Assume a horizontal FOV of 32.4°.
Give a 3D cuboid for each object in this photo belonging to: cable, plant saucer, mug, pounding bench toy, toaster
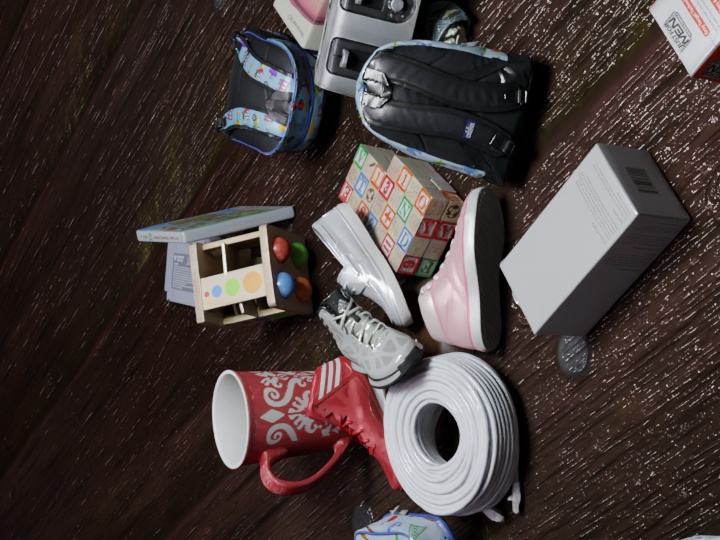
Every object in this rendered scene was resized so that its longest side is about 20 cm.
[{"bbox_3d":[0.108,0.203,1.530,0.199,0.069,0.202,4,95,47],"label":"cable"},{"bbox_3d":[0.076,0.101,1.652,0.200,0.036,0.202,-7,82,57],"label":"plant saucer"},{"bbox_3d":[-0.090,0.222,1.737,0.133,0.199,0.179,-23,72,60],"label":"mug"},{"bbox_3d":[-0.143,0.016,1.925,0.155,0.200,0.125,-13,77,23],"label":"pounding bench toy"},{"bbox_3d":[0.014,-0.331,1.646,0.200,0.118,0.182,-95,18,-71],"label":"toaster"}]

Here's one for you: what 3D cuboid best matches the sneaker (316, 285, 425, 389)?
[{"bbox_3d":[-0.001,0.081,1.573,0.076,0.115,0.200,-47,17,-13],"label":"sneaker"}]

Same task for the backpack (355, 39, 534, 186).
[{"bbox_3d":[0.091,-0.205,1.513,0.154,0.198,0.165,-124,43,-73],"label":"backpack"}]

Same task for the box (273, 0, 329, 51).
[{"bbox_3d":[-0.027,-0.428,1.786,0.128,0.108,0.201,58,132,41],"label":"box"}]

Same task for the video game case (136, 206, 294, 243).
[{"bbox_3d":[-0.234,-0.076,1.992,0.182,0.199,0.022,4,107,56],"label":"video game case"}]

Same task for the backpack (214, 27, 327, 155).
[{"bbox_3d":[-0.118,-0.264,1.887,0.200,0.134,0.184,31,112,54],"label":"backpack"}]

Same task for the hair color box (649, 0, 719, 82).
[{"bbox_3d":[0.380,-0.289,1.201,0.200,0.061,0.102,-52,47,39],"label":"hair color box"}]

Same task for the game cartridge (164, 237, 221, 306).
[{"bbox_3d":[-0.294,-0.003,2.222,0.199,0.040,0.135,9,98,56],"label":"game cartridge"}]

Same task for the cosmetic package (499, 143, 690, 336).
[{"bbox_3d":[0.250,-0.029,1.353,0.200,0.084,0.108,-55,44,39],"label":"cosmetic package"}]

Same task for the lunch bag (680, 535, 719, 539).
[{"bbox_3d":[0.332,0.335,1.165,0.199,0.126,0.171,-23,70,47],"label":"lunch bag"}]

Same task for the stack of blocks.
[{"bbox_3d":[0.052,-0.095,1.674,0.200,0.058,0.116,53,126,48],"label":"stack of blocks"}]

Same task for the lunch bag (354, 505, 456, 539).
[{"bbox_3d":[0.073,0.395,1.551,0.160,0.075,0.201,-17,94,57],"label":"lunch bag"}]

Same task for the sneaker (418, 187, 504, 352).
[{"bbox_3d":[0.120,-0.002,1.541,0.104,0.075,0.202,1,92,39],"label":"sneaker"}]

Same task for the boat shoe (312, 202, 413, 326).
[{"bbox_3d":[0.000,0.000,1.641,0.201,0.068,0.072,59,175,20],"label":"boat shoe"}]

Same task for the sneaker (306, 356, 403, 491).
[{"bbox_3d":[-0.010,0.214,1.672,0.078,0.115,0.201,113,139,-63],"label":"sneaker"}]

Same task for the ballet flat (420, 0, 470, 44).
[{"bbox_3d":[0.099,-0.249,1.624,0.074,0.074,0.202,37,121,52],"label":"ballet flat"}]
